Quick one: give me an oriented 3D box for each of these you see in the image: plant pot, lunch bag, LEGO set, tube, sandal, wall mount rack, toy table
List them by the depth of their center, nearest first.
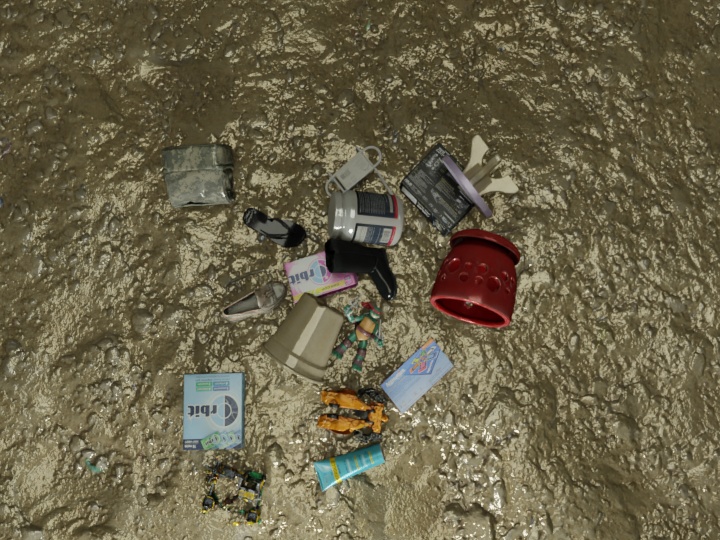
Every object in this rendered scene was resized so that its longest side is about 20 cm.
[{"bbox_3d":[0.281,0.017,1.340,0.195,0.201,0.187,20,74,4],"label":"plant pot"},{"bbox_3d":[0.322,-0.255,1.508,0.116,0.184,0.202,-37,96,10],"label":"toy table"},{"bbox_3d":[-0.343,0.602,1.509,0.195,0.116,0.158,23,83,4],"label":"LEGO set"},{"bbox_3d":[-0.138,0.170,1.515,0.197,0.200,0.187,30,89,5],"label":"plant pot"},{"bbox_3d":[-0.028,0.534,1.553,0.195,0.050,0.079,-22,75,4],"label":"tube"},{"bbox_3d":[-0.464,-0.271,1.622,0.193,0.139,0.174,-3,99,4],"label":"lunch bag"},{"bbox_3d":[-0.255,-0.123,1.644,0.195,0.043,0.078,19,83,4],"label":"sandal"},{"bbox_3d":[-0.001,-0.256,1.647,0.199,0.075,0.175,-39,80,-3],"label":"wall mount rack"}]

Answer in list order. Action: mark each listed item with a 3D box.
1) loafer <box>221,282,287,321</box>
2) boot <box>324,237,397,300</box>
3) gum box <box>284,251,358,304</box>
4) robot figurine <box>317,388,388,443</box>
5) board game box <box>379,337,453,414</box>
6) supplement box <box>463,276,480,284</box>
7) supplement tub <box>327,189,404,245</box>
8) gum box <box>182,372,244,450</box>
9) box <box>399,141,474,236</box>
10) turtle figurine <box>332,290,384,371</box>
[{"bbox_3d":[-0.301,0.091,1.606,0.195,0.063,0.074,-25,82,-2],"label":"loafer"},{"bbox_3d":[0.000,-0.001,1.543,0.066,0.196,0.168,-42,53,35],"label":"boot"},{"bbox_3d":[-0.108,0.013,1.611,0.194,0.066,0.117,-18,81,-2],"label":"gum box"},{"bbox_3d":[-0.018,0.394,1.562,0.193,0.058,0.150,8,83,3],"label":"robot figurine"},{"bbox_3d":[0.159,0.297,1.591,0.199,0.019,0.104,-41,85,-4],"label":"board game box"},{"bbox_3d":[0.297,0.033,1.534,0.098,0.200,0.106,-16,81,-2],"label":"supplement box"},{"bbox_3d":[0.013,-0.147,1.574,0.194,0.140,0.145,4,82,-14],"label":"supplement tub"},{"bbox_3d":[-0.408,0.392,1.576,0.164,0.045,0.207,-2,81,1],"label":"gum box"},{"bbox_3d":[0.235,-0.233,1.628,0.164,0.086,0.200,-45,84,-5],"label":"box"},{"bbox_3d":[0.010,0.169,1.572,0.148,0.100,0.204,32,99,18],"label":"turtle figurine"}]
